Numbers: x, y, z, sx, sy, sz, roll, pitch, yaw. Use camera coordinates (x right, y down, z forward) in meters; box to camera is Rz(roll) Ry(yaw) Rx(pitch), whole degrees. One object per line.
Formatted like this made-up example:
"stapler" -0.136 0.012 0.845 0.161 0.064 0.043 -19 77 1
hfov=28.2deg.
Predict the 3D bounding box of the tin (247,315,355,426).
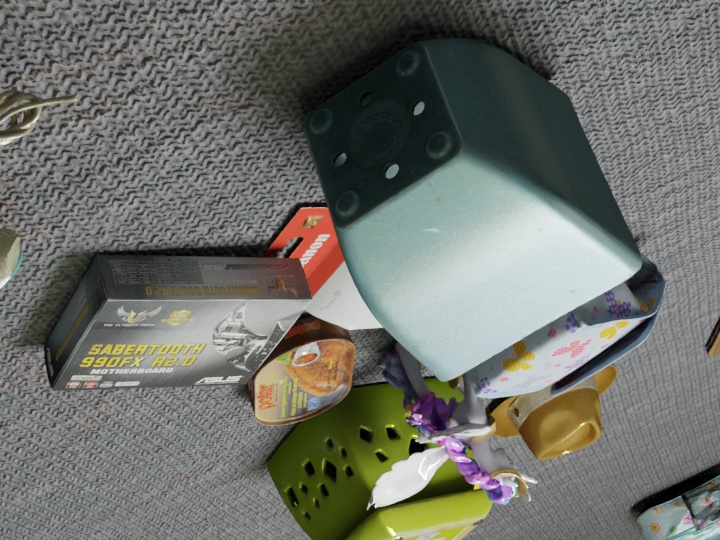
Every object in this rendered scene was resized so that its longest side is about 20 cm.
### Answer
"tin" -0.066 0.107 1.518 0.112 0.042 0.200 -20 155 -15

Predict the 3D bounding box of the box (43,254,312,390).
"box" -0.165 0.048 1.291 0.200 0.048 0.158 1 147 -32

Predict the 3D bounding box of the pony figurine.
"pony figurine" 0.094 0.172 1.582 0.193 0.200 0.167 -1 148 -37

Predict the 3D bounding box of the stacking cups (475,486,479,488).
"stacking cups" 0.133 0.254 1.959 0.060 0.061 0.200 -21 150 -3

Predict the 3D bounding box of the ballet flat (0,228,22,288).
"ballet flat" -0.351 0.017 1.081 0.200 0.068 0.062 -27 145 10

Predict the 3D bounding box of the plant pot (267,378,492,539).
"plant pot" 0.033 0.258 1.728 0.200 0.182 0.199 -5 150 -34

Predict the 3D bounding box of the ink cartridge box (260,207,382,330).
"ink cartridge box" 0.000 0.000 1.347 0.200 0.057 0.163 -8 152 -38

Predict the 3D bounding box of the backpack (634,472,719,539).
"backpack" 0.620 0.476 2.675 0.200 0.154 0.176 -19 161 8

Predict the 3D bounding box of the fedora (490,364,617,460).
"fedora" 0.267 0.197 1.909 0.200 0.082 0.201 -19 154 -9

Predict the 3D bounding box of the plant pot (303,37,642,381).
"plant pot" 0.066 -0.067 1.116 0.196 0.196 0.200 -32 143 20

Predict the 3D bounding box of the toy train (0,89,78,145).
"toy train" -0.283 -0.064 0.962 0.200 0.085 0.116 -16 165 -13

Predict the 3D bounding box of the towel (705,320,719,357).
"towel" 0.575 0.055 1.953 0.200 0.022 0.147 -17 153 -7

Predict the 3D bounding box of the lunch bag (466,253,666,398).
"lunch bag" 0.223 0.054 1.547 0.200 0.127 0.170 -3 151 -48
